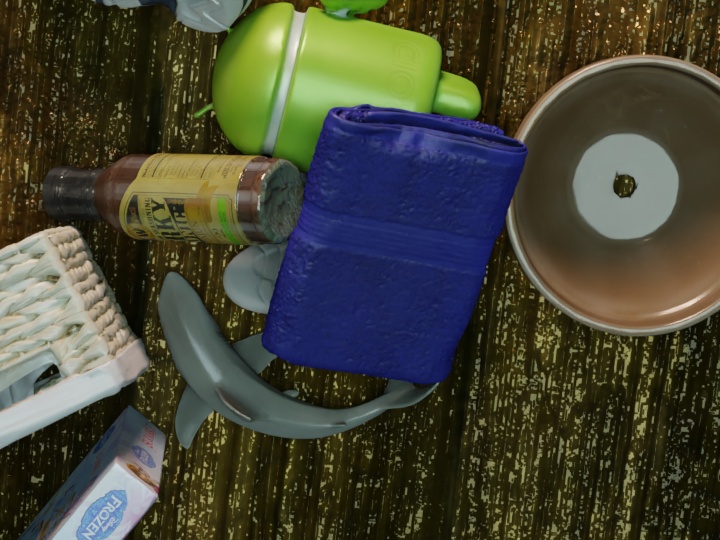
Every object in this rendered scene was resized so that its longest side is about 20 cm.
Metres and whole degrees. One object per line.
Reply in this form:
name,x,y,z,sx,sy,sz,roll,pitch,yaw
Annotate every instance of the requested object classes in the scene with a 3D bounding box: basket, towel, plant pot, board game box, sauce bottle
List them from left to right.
basket,-0.239,0.048,1.699,0.135,0.200,0.124,-26,91,1
board game box,-0.217,0.202,1.715,0.041,0.200,0.200,39,95,-8
sauce bottle,-0.137,-0.052,1.716,0.199,0.065,0.065,2,99,32
towel,0.020,-0.020,1.687,0.147,0.050,0.201,10,117,-15
plant pot,0.199,-0.058,1.750,0.200,0.093,0.202,0,98,-1

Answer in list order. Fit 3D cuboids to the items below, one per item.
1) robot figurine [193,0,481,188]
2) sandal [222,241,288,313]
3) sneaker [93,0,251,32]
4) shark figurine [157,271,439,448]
robot figurine,-0.016,-0.125,1.722,0.199,0.116,0.176,13,105,-3
sandal,0.001,0.005,1.767,0.202,0.083,0.050,-10,132,0
sneaker,-0.141,-0.254,1.727,0.199,0.130,0.080,18,141,29
shark figurine,-0.060,0.095,1.765,0.214,0.090,0.129,17,98,-2
